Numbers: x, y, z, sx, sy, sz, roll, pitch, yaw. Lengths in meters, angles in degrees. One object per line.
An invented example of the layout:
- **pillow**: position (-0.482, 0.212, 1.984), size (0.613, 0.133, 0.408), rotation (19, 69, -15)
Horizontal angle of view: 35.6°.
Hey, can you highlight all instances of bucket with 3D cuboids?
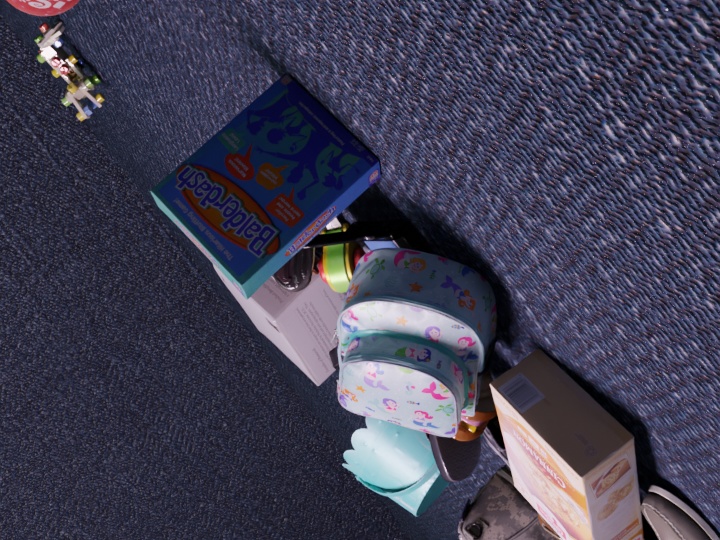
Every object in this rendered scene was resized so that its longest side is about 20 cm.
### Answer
- **bucket**: position (0.084, 0.247, 1.642), size (0.134, 0.208, 0.208), rotation (36, 166, 16)

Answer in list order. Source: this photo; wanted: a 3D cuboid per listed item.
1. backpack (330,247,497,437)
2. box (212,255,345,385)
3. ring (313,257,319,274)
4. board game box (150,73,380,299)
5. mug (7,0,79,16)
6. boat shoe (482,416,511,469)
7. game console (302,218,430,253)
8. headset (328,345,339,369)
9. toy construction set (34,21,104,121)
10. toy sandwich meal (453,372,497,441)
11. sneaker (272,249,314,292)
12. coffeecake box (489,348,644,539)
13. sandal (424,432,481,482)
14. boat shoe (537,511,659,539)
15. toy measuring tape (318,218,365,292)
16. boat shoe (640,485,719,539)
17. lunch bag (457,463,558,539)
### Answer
- **backpack**: position (0.057, 0.074, 1.210), size (0.175, 0.152, 0.201), rotation (14, 140, 9)
- **box**: position (-0.114, 0.050, 1.881), size (0.199, 0.131, 0.201), rotation (38, 165, 42)
- **ring**: position (-0.126, -0.074, 1.712), size (0.201, 0.019, 0.200), rotation (48, -178, -2)
- **board game box**: position (-0.100, -0.092, 1.197), size (0.152, 0.200, 0.045), rotation (43, 168, 17)
- **mug**: position (-0.425, -0.437, 1.460), size (0.178, 0.133, 0.200), rotation (49, 165, -13)
- **boat shoe**: position (0.212, 0.224, 1.419), size (0.200, 0.071, 0.068), rotation (46, 173, 47)
- **game console**: position (0.000, 0.000, 1.337), size (0.176, 0.116, 0.200), rotation (51, 169, -12)
- **headset**: position (0.021, 0.097, 1.616), size (0.200, 0.122, 0.095), rotation (26, -136, -74)
- **toy construction set**: position (-0.592, -0.408, 2.245), size (0.132, 0.091, 0.201), rotation (-105, -9, -57)
- **toy sandwich meal**: position (0.082, 0.135, 1.394), size (0.203, 0.071, 0.205), rotation (18, -167, -4)
- **sneaker**: position (-0.088, -0.047, 1.562), size (0.115, 0.075, 0.202), rotation (42, -153, -58)
- **coffeecake box**: position (0.224, 0.208, 1.206), size (0.154, 0.073, 0.201), rotation (45, 162, 42)
- **sandal**: position (0.109, 0.183, 1.491), size (0.043, 0.075, 0.203), rotation (-38, 58, 50)
- **boat shoe**: position (0.289, 0.308, 1.300), size (0.199, 0.075, 0.075), rotation (30, 133, 34)
- **toy measuring tape**: position (-0.035, -0.029, 1.473), size (0.073, 0.073, 0.201), rotation (36, 164, 44)
- **boat shoe**: position (0.356, 0.315, 1.187), size (0.202, 0.060, 0.072), rotation (51, 168, -14)
- **lunch bag**: position (0.234, 0.356, 1.502), size (0.139, 0.168, 0.201), rotation (31, 159, 54)
